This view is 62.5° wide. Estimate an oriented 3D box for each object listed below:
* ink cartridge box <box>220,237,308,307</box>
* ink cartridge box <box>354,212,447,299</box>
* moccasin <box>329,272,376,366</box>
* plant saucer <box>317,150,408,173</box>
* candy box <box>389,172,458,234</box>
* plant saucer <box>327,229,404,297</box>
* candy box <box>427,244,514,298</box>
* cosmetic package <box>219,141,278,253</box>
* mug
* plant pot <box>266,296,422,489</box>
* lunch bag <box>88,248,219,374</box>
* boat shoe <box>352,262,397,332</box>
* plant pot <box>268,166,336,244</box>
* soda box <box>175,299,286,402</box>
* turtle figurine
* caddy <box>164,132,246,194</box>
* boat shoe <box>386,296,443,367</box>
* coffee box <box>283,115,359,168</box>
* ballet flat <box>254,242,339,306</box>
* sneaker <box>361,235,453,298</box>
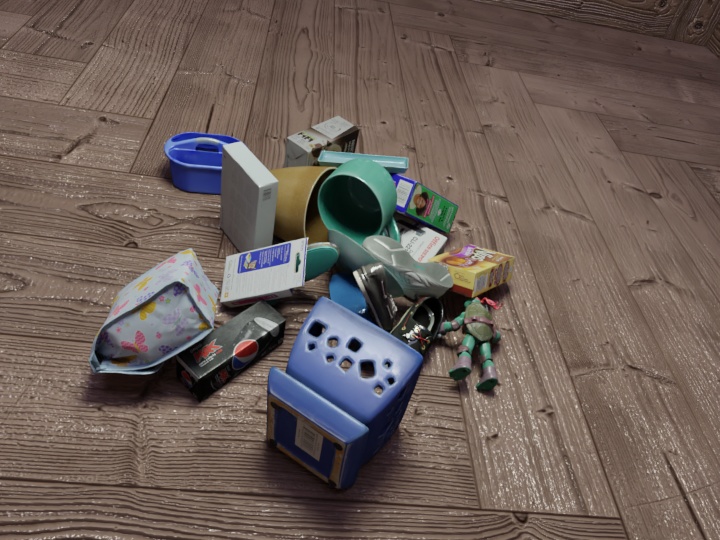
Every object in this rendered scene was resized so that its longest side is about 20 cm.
[{"bbox_3d":[-0.175,0.005,1.106,0.195,0.037,0.098,-12,63,29],"label":"ink cartridge box"},{"bbox_3d":[0.073,-0.047,1.299,0.196,0.085,0.144,28,43,15],"label":"ink cartridge box"},{"bbox_3d":[-0.016,0.097,1.135,0.078,0.069,0.203,-13,52,-11],"label":"moccasin"},{"bbox_3d":[0.007,-0.233,1.283,0.193,0.020,0.071,4,29,4],"label":"plant saucer"},{"bbox_3d":[0.106,-0.165,1.353,0.167,0.079,0.197,29,9,38],"label":"candy box"},{"bbox_3d":[0.000,0.000,1.179,0.199,0.202,0.039,36,80,23],"label":"plant saucer"},{"bbox_3d":[0.236,-0.002,1.258,0.114,0.058,0.197,18,22,34],"label":"candy box"},{"bbox_3d":[-0.233,-0.134,1.219,0.051,0.204,0.151,-22,52,-35],"label":"cosmetic package"},{"bbox_3d":[0.004,-0.134,1.217,0.147,0.190,0.115,2,32,27],"label":"mug"},{"bbox_3d":[-0.039,0.200,0.920,0.196,0.203,0.180,29,48,16],"label":"plant pot"},{"bbox_3d":[-0.342,0.078,0.982,0.196,0.130,0.170,-29,21,-1],"label":"lunch bag"},{"bbox_3d":[0.042,0.055,1.096,0.056,0.201,0.068,-25,53,2],"label":"boat shoe"},{"bbox_3d":[-0.153,-0.146,1.295,0.195,0.191,0.187,15,38,25],"label":"plant pot"},{"bbox_3d":[-0.222,0.135,1.035,0.070,0.065,0.198,35,46,23],"label":"soda box"},{"bbox_3d":[0.216,0.123,1.152,0.144,0.102,0.204,9,48,-3],"label":"turtle figurine"},{"bbox_3d":[-0.360,-0.263,1.395,0.193,0.107,0.144,2,41,-13],"label":"caddy"},{"bbox_3d":[0.101,0.123,1.114,0.074,0.063,0.203,45,43,-9],"label":"boat shoe"},{"bbox_3d":[-0.099,-0.300,1.505,0.079,0.115,0.199,33,45,22],"label":"coffee box"},{"bbox_3d":[-0.130,-0.004,1.151,0.197,0.072,0.073,-33,47,8],"label":"ballet flat"},{"bbox_3d":[0.082,0.005,1.163,0.196,0.081,0.072,29,43,-11],"label":"sneaker"}]
